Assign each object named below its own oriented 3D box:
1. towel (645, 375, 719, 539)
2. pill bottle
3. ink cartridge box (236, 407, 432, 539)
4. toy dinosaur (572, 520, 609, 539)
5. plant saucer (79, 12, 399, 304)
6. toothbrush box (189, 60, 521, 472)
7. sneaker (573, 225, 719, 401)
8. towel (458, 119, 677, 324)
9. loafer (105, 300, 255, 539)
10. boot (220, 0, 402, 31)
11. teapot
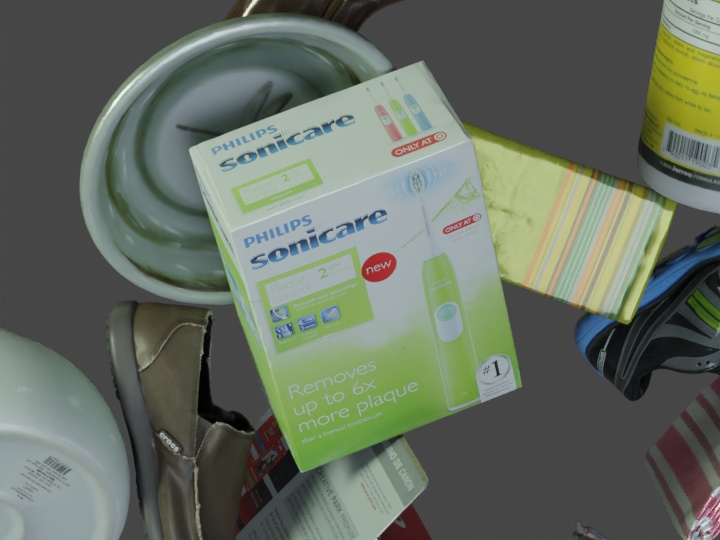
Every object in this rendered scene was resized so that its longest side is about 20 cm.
[{"bbox_3d":[0.260,0.079,1.694,0.030,0.146,0.200,39,99,-13],"label":"towel"},{"bbox_3d":[0.238,-0.143,1.597,0.112,0.112,0.201,0,115,-18],"label":"pill bottle"},{"bbox_3d":[-0.017,0.164,1.612,0.084,0.200,0.176,37,101,-29],"label":"ink cartridge box"},{"bbox_3d":[0.126,0.260,1.741,0.105,0.200,0.182,42,66,-14],"label":"toy dinosaur"},{"bbox_3d":[-0.069,-0.072,1.509,0.199,0.050,0.201,-13,131,-15],"label":"plant saucer"},{"bbox_3d":[0.000,0.000,1.508,0.145,0.086,0.200,-20,132,-8],"label":"toothbrush box"},{"bbox_3d":[0.228,0.020,1.656,0.199,0.071,0.083,-33,93,33],"label":"sneaker"},{"bbox_3d":[0.091,-0.039,1.624,0.199,0.018,0.086,20,103,-5],"label":"towel"},{"bbox_3d":[-0.096,0.111,1.543,0.071,0.073,0.201,-12,98,6],"label":"loafer"},{"bbox_3d":[-0.006,-0.132,1.558,0.186,0.064,0.200,19,111,-25],"label":"boot"},{"bbox_3d":[-0.235,0.100,1.544,0.197,0.146,0.200,-4,132,-12],"label":"teapot"}]
